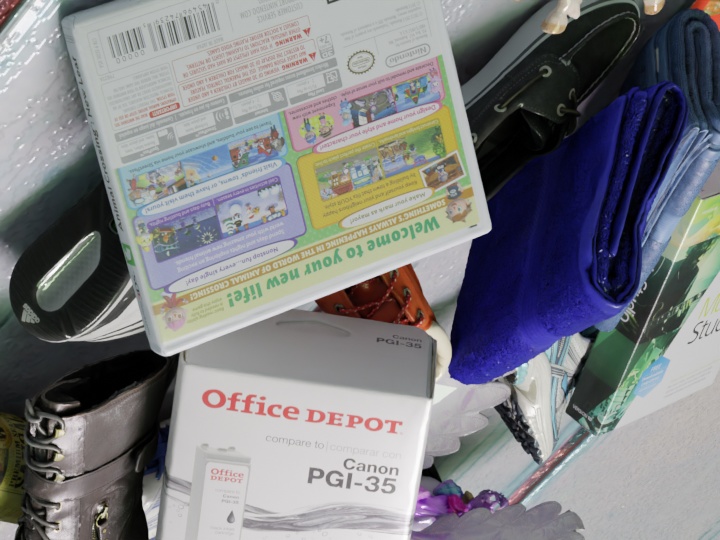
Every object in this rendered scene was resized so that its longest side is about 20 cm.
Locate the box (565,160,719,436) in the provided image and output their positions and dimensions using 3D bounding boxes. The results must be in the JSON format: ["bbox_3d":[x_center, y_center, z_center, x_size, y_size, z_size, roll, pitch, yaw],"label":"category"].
[{"bbox_3d":[0.224,0.010,1.708,0.144,0.036,0.200,-20,137,-46],"label":"box"}]

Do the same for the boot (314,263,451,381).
[{"bbox_3d":[0.000,0.000,1.472,0.075,0.107,0.200,-33,149,3],"label":"boot"}]

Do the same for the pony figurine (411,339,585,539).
[{"bbox_3d":[0.034,0.159,1.651,0.193,0.167,0.200,-22,156,-4],"label":"pony figurine"}]

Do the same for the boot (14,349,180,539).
[{"bbox_3d":[-0.182,0.139,1.425,0.200,0.069,0.174,-35,143,-42],"label":"boot"}]

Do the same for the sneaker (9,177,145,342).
[{"bbox_3d":[-0.097,-0.035,1.383,0.200,0.076,0.115,-41,167,6],"label":"sneaker"}]

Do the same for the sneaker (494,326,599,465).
[{"bbox_3d":[0.130,0.062,1.722,0.086,0.078,0.200,-31,151,-10],"label":"sneaker"}]

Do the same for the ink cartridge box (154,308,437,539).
[{"bbox_3d":[-0.042,0.130,1.450,0.146,0.083,0.200,8,115,-1],"label":"ink cartridge box"}]

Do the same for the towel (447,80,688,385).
[{"bbox_3d":[0.112,-0.021,1.476,0.050,0.148,0.200,26,155,-14],"label":"towel"}]

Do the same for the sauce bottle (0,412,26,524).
[{"bbox_3d":[-0.226,0.111,1.455,0.066,0.066,0.200,-43,151,17],"label":"sauce bottle"}]

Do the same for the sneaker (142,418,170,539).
[{"bbox_3d":[-0.117,0.126,1.575,0.200,0.075,0.088,-35,150,2],"label":"sneaker"}]

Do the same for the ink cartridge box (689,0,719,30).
[{"bbox_3d":[0.303,-0.207,1.518,0.163,0.057,0.200,-7,137,-39],"label":"ink cartridge box"}]

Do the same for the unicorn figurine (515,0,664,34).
[{"bbox_3d":[0.124,-0.194,1.351,0.200,0.074,0.137,-31,144,-34],"label":"unicorn figurine"}]

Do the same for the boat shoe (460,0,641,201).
[{"bbox_3d":[0.093,-0.089,1.448,0.200,0.057,0.069,-39,145,-13],"label":"boat shoe"}]

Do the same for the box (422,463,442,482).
[{"bbox_3d":[-0.028,0.201,1.803,0.200,0.048,0.193,-31,152,-5],"label":"box"}]

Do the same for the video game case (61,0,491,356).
[{"bbox_3d":[-0.039,-0.073,1.302,0.200,0.022,0.182,-21,109,-21],"label":"video game case"}]

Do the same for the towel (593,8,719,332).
[{"bbox_3d":[0.167,-0.061,1.548,0.049,0.112,0.200,12,137,-12],"label":"towel"}]
